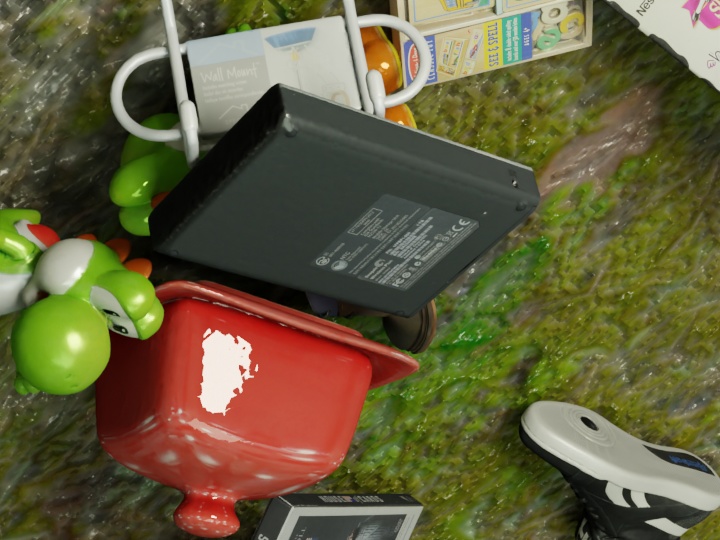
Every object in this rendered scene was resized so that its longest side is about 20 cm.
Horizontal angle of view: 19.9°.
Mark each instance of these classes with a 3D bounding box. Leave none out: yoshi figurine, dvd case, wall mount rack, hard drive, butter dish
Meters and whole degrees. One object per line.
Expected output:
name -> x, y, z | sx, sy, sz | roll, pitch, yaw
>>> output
yoshi figurine -> -0.072, -0.088, 1.313 | 0.198, 0.113, 0.112 | -23, 168, -13
dvd case -> -0.036, 0.234, 1.511 | 0.199, 0.025, 0.151 | 10, 106, -61
yoshi figurine -> -0.221, 0.020, 1.281 | 0.112, 0.198, 0.113 | 6, 96, -61
wall mount rack -> -0.058, -0.155, 1.237 | 0.198, 0.175, 0.075 | -10, 159, -6
hard drive -> -0.009, -0.036, 1.239 | 0.199, 0.033, 0.139 | 15, 137, -37
butter dish -> -0.092, 0.104, 1.372 | 0.198, 0.149, 0.199 | 20, 159, -26

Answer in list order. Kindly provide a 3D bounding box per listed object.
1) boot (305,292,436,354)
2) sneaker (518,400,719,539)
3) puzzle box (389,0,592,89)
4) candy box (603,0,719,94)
boot -> 0.000, 0.000, 1.392 | 0.096, 0.075, 0.201 | -10, 147, -5
sneaker -> 0.181, 0.179, 1.587 | 0.199, 0.073, 0.112 | 23, 117, -30
puzzle box -> 0.080, -0.205, 1.275 | 0.132, 0.026, 0.201 | -14, 139, -6
candy box -> 0.264, -0.170, 1.289 | 0.199, 0.061, 0.137 | 38, 109, 1
